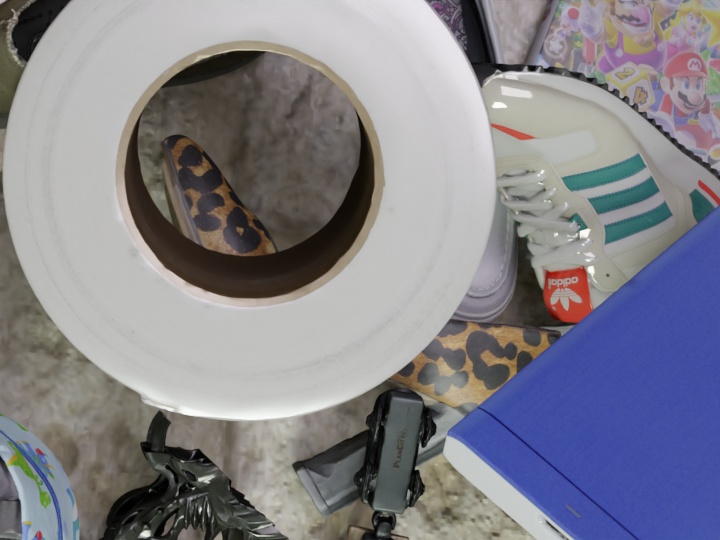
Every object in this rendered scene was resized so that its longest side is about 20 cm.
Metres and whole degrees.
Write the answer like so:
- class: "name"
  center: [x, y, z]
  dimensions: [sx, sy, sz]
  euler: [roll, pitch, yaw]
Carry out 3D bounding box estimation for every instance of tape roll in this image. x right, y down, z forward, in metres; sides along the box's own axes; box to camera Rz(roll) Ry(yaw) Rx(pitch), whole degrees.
- class: "tape roll"
  center: [-0.047, -0.047, 1.195]
  dimensions: [0.201, 0.139, 0.204]
  euler: [0, 97, -3]

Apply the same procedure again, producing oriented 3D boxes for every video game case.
- class: "video game case"
  center: [0.163, -0.118, 1.444]
  dimensions: [0.143, 0.018, 0.201]
  euler: [26, 73, -14]

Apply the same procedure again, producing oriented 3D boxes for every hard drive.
- class: "hard drive"
  center: [0.151, 0.060, 1.244]
  dimensions: [0.132, 0.025, 0.200]
  euler: [40, 58, 21]

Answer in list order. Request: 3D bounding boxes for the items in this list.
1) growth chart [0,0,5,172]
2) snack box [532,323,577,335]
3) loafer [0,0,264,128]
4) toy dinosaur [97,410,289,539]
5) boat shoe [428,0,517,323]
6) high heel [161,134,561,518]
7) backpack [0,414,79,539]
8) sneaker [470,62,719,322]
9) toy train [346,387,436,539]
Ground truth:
- class: "growth chart"
  center: [-0.213, -0.096, 1.303]
  dimensions: [0.200, 0.018, 0.145]
  euler: [-44, 97, -21]
- class: "snack box"
  center: [0.152, 0.060, 1.405]
  dimensions: [0.199, 0.024, 0.072]
  euler: [-3, 84, -21]
- class: "loafer"
  center: [-0.093, -0.119, 1.307]
  dimensions: [0.199, 0.070, 0.076]
  euler: [-27, 94, -23]
- class: "toy dinosaur"
  center: [-0.106, 0.141, 1.266]
  dimensions: [0.136, 0.102, 0.200]
  euler: [-45, 119, -5]
- class: "boat shoe"
  center: [0.045, -0.075, 1.366]
  dimensions: [0.071, 0.068, 0.202]
  euler: [-1, 81, -20]
- class: "high heel"
  center: [0.000, 0.000, 1.319]
  dimensions: [0.142, 0.071, 0.201]
  euler: [-29, 106, -4]
- class: "backpack"
  center: [-0.219, 0.111, 1.191]
  dimensions: [0.199, 0.154, 0.164]
  euler: [-1, 84, 21]
- class: "sneaker"
  center: [0.103, -0.028, 1.328]
  dimensions: [0.199, 0.070, 0.094]
  euler: [30, 72, -46]
- class: "toy train"
  center: [0.001, 0.151, 1.302]
  dimensions: [0.034, 0.046, 0.201]
  euler: [10, 97, -6]
